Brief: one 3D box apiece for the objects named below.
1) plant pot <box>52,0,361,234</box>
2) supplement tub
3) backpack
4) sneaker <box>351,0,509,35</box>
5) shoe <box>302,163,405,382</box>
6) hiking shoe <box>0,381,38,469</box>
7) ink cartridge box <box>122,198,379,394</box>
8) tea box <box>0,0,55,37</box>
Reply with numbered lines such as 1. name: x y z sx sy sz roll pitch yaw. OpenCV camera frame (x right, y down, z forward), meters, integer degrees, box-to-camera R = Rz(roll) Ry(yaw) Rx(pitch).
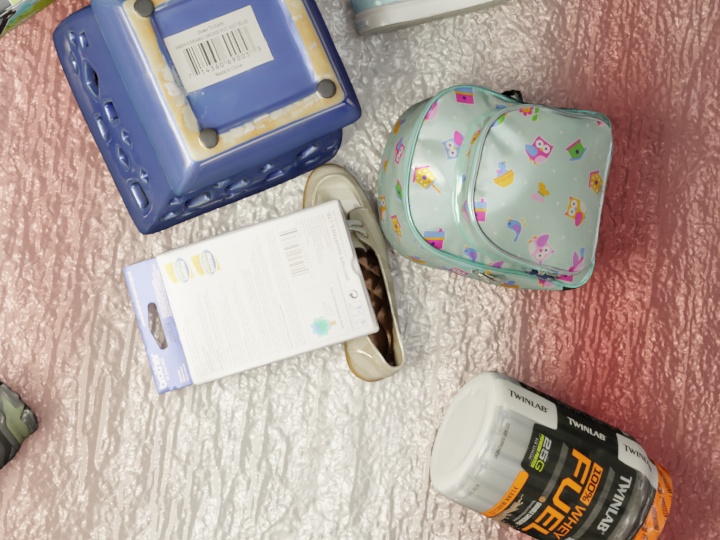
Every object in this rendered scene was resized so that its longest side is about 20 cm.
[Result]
1. plant pot: -0.123 -0.162 1.297 0.199 0.180 0.201 -24 91 -17
2. supplement tub: 0.173 0.182 1.410 0.199 0.122 0.123 25 79 -15
3. backpack: 0.120 -0.076 1.398 0.198 0.153 0.178 11 88 -11
4. sneaker: 0.082 -0.276 1.436 0.198 0.074 0.083 -16 95 -20
5. shoe: 0.000 0.000 1.399 0.069 0.053 0.202 -16 92 -19
6. hiking shoe: -0.361 0.103 1.259 0.199 0.076 0.101 36 73 -14
7. ink cartridge box: -0.095 0.023 1.353 0.198 0.042 0.120 -17 91 -1
8. tea box: -0.322 -0.298 1.269 0.196 0.133 0.201 -37 98 -16
